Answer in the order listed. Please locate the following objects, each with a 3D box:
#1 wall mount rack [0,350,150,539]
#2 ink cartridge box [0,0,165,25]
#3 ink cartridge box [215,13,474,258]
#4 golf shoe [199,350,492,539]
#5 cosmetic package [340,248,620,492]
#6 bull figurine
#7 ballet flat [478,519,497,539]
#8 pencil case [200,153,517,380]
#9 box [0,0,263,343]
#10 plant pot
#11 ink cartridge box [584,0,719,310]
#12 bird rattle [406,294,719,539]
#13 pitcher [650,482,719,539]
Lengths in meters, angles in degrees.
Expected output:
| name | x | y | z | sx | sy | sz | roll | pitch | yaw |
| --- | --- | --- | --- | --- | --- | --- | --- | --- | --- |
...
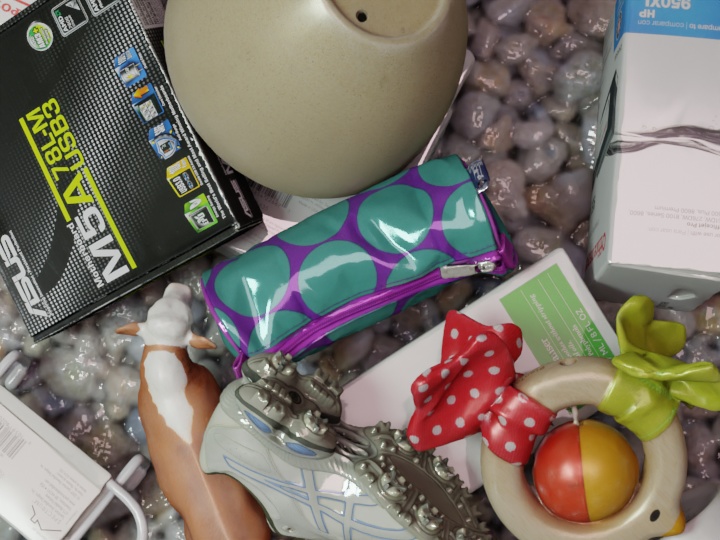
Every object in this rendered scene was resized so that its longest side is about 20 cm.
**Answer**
| name | x | y | z | sx | sy | sz | roll | pitch | yaw |
| --- | --- | --- | --- | --- | --- | --- | --- | --- | --- |
| wall mount rack | -0.243 | 0.160 | 1.098 | 0.199 | 0.075 | 0.174 | 38 | 79 | 6 |
| ink cartridge box | -0.203 | -0.205 | 1.156 | 0.115 | 0.068 | 0.202 | 23 | 82 | 4 |
| ink cartridge box | -0.012 | -0.081 | 1.134 | 0.115 | 0.067 | 0.202 | 28 | 82 | 4 |
| golf shoe | -0.010 | 0.139 | 1.011 | 0.199 | 0.078 | 0.097 | 37 | 119 | -4 |
| cosmetic package | 0.075 | 0.085 | 1.091 | 0.199 | 0.085 | 0.108 | -33 | 85 | -6 |
| bull figurine | -0.108 | 0.112 | 1.076 | 0.064 | 0.121 | 0.202 | -17 | 81 | -3 |
| ballet flat | 0.043 | 0.226 | 1.039 | 0.069 | 0.072 | 0.200 | 30 | 52 | 12 |
| pencil case | 0.000 | 0.000 | 1.042 | 0.198 | 0.086 | 0.093 | -25 | 44 | 1 |
| box | -0.187 | -0.080 | 1.090 | 0.192 | 0.047 | 0.202 | -25 | 90 | 25 |
| plant pot | -0.010 | -0.160 | 1.013 | 0.198 | 0.134 | 0.203 | 6 | 75 | -22 |
| ink cartridge box | 0.205 | -0.084 | 1.094 | 0.083 | 0.145 | 0.203 | 5 | 80 | 3 |
| bird rattle | 0.129 | 0.103 | 0.992 | 0.197 | 0.113 | 0.165 | -11 | 102 | -4 |
| pitcher | 0.273 | 0.232 | 1.067 | 0.171 | 0.121 | 0.201 | -34 | 92 | -26 |
